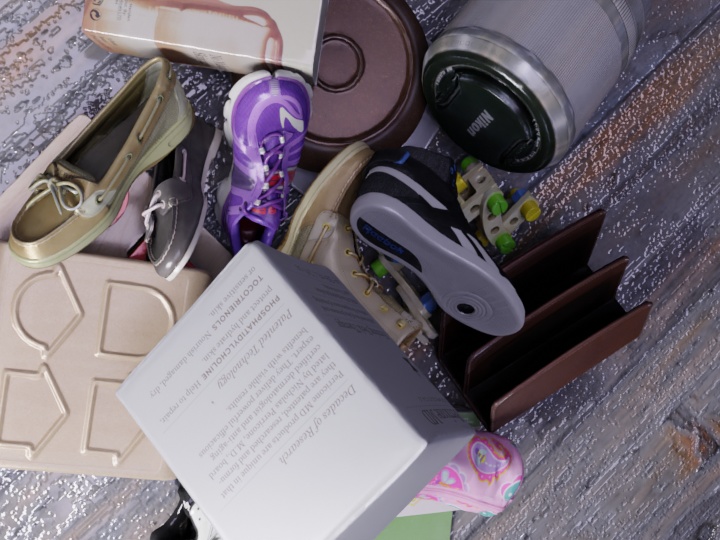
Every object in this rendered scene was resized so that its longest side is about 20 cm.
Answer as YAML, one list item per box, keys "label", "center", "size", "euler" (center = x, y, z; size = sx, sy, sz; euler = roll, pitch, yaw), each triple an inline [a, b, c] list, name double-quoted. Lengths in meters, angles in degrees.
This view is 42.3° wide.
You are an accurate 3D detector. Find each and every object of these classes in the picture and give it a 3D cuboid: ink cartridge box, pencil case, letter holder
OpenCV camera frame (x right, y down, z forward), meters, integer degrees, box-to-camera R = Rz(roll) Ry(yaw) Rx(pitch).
- label: "ink cartridge box"
  center: [0.048, 0.243, 0.959]
  size: [0.143, 0.048, 0.204]
  euler: [2, 93, -27]
- label: "pencil case"
  center: [0.058, 0.182, 0.884]
  size: [0.198, 0.087, 0.089]
  euler: [17, 91, -29]
- label: "letter holder"
  center: [0.184, 0.048, 0.925]
  size: [0.198, 0.143, 0.101]
  euler: [-30, 64, -12]

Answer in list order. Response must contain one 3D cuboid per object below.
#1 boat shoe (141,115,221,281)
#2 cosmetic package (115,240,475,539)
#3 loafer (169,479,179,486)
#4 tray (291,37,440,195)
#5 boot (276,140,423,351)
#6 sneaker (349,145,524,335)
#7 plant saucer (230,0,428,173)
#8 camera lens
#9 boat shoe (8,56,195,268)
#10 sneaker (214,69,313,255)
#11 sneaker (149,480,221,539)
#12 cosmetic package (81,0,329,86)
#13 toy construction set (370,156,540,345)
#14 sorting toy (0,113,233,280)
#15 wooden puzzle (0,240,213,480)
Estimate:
- label: "boat shoe"
  center: [-0.166, -0.072, 0.810]
  size: [0.057, 0.202, 0.067]
  euler: [29, 126, -23]
- label: "cosmetic package"
  center: [-0.045, 0.114, 0.738]
  size: [0.166, 0.167, 0.200]
  euler: [-46, 71, 8]
- label: "loafer"
  center: [-0.113, 0.124, 0.901]
  size: [0.199, 0.072, 0.063]
  euler: [-36, 64, -11]
- label: "tray"
  center: [0.016, -0.144, 0.932]
  size: [0.107, 0.022, 0.201]
  euler: [35, 85, -18]
- label: "boot"
  center: [0.000, 0.000, 0.858]
  size: [0.154, 0.073, 0.202]
  euler: [34, 97, 17]
- label: "sneaker"
  center: [0.085, -0.038, 0.836]
  size: [0.199, 0.073, 0.113]
  euler: [39, 49, -24]
- label: "plant saucer"
  center: [-0.025, -0.195, 0.890]
  size: [0.196, 0.034, 0.204]
  euler: [0, 89, -7]
- label: "camera lens"
  center: [0.165, -0.207, 0.882]
  size: [0.160, 0.159, 0.201]
  euler: [45, 68, -16]
- label: "boat shoe"
  center: [-0.216, -0.090, 0.760]
  size: [0.201, 0.073, 0.063]
  euler: [-48, 149, -21]
- label: "sneaker"
  center: [-0.081, -0.086, 0.830]
  size: [0.079, 0.084, 0.202]
  euler: [-3, 136, -18]
- label: "sneaker"
  center: [-0.120, 0.203, 0.857]
  size: [0.087, 0.076, 0.202]
  euler: [24, 104, -39]
- label: "cosmetic package"
  center: [-0.129, -0.225, 0.813]
  size: [0.196, 0.103, 0.089]
  euler: [9, 92, 0]
- label: "toy construction set"
  center: [0.085, -0.028, 0.934]
  size: [0.201, 0.092, 0.131]
  euler: [-49, 138, 1]
- label: "sorting toy"
  center: [-0.247, -0.002, 0.844]
  size: [0.199, 0.070, 0.200]
  euler: [44, 83, -16]
- label: "wooden puzzle"
  center: [-0.235, 0.078, 0.799]
  size: [0.197, 0.046, 0.189]
  euler: [8, 94, -22]
